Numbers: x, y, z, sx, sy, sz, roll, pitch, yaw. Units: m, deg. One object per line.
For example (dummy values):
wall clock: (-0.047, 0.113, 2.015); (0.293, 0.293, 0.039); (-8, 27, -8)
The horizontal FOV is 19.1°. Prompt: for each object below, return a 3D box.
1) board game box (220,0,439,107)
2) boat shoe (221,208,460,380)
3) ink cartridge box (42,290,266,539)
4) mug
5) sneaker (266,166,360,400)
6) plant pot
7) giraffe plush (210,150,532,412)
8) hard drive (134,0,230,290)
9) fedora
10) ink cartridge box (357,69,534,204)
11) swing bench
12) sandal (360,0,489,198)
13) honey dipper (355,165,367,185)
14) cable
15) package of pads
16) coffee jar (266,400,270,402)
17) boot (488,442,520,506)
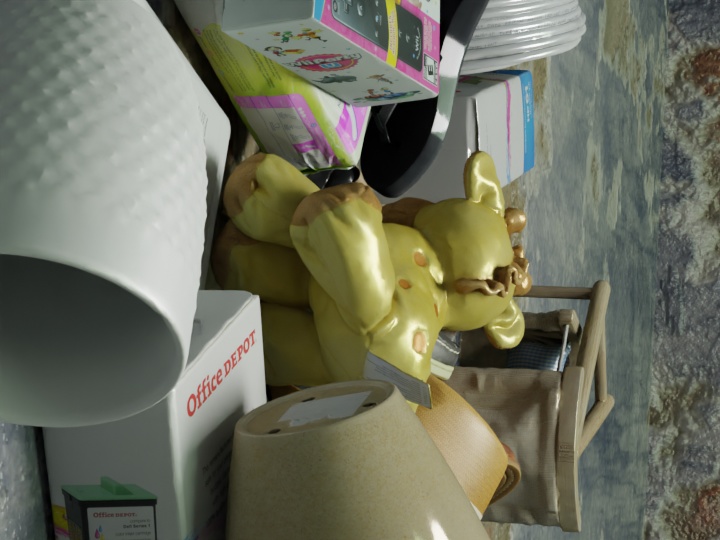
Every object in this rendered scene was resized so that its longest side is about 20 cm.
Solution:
board game box: (-0.014, -0.196, 1.320); (0.200, 0.064, 0.148); (19, 69, -64)
boat shoe: (-0.001, -0.001, 1.439); (0.066, 0.201, 0.072); (-53, -159, -1)
ink cartridge box: (-0.111, 0.126, 1.223); (0.145, 0.084, 0.201); (-51, 141, -64)
mug: (-0.151, -0.026, 1.005); (0.200, 0.147, 0.176); (121, -22, -53)
sneaker: (-0.030, 0.009, 1.495); (0.072, 0.083, 0.201); (-43, 133, -67)
plant pot: (-0.001, 0.169, 1.190); (0.187, 0.187, 0.201); (-41, 119, -68)
giraffe plush: (0.026, 0.000, 1.341); (0.162, 0.200, 0.173); (-29, 145, -37)
hard drive: (-0.126, -0.071, 1.253); (0.200, 0.027, 0.132); (57, 39, -65)
fedora: (0.034, 0.117, 1.428); (0.082, 0.200, 0.201); (-52, 154, -10)
ink cartridge box: (0.042, -0.105, 1.619); (0.200, 0.144, 0.085); (-36, 127, -70)
swing bench: (0.092, 0.104, 1.725); (0.200, 0.198, 0.130); (-61, 149, -58)
sandal: (0.039, -0.150, 1.475); (0.043, 0.076, 0.201); (18, 93, -35)
honey dipper: (0.006, -0.052, 1.517); (0.200, 0.038, 0.038); (59, 19, 0)
cable: (0.069, -0.191, 1.603); (0.200, 0.200, 0.069); (-34, 120, -64)
package of pads: (-0.049, -0.175, 1.403); (0.200, 0.068, 0.155); (61, 34, -47)
coffee jar: (-0.050, 0.155, 1.403); (0.085, 0.104, 0.200); (-51, 154, -10)
boot: (0.041, 0.102, 1.585); (0.074, 0.200, 0.155); (40, 52, -39)
